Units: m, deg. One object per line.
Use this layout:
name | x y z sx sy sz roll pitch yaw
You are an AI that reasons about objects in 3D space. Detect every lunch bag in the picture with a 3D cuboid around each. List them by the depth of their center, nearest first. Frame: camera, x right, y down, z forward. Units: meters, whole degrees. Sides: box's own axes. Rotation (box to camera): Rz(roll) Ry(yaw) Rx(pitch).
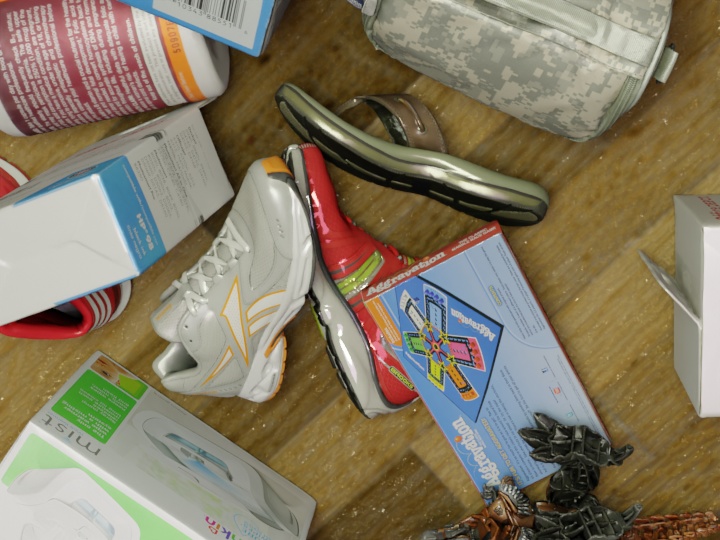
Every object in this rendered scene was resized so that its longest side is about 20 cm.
lunch bag | 0.097 -0.173 0.934 0.198 0.168 0.141 23 101 0

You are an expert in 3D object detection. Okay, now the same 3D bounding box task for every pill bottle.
pill bottle | -0.194 -0.153 0.984 0.198 0.114 0.116 -11 100 5

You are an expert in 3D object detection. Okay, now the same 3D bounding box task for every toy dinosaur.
toy dinosaur | 0.141 0.175 1.031 0.198 0.103 0.136 -20 143 -15

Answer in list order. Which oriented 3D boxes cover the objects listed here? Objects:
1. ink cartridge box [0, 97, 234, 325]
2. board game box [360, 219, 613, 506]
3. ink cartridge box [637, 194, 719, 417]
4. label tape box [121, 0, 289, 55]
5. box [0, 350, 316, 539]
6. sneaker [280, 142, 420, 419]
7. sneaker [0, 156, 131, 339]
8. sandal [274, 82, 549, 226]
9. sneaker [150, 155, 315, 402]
ink cartridge box | -0.158 -0.043 0.951 0.115 0.200 0.067 -18 103 22
board game box | 0.089 0.068 1.015 0.102 0.020 0.201 -27 121 6
ink cartridge box | 0.286 0.019 0.977 0.197 0.129 0.127 -1 101 5
label tape box | -0.089 -0.241 0.915 0.143 0.201 0.064 21 142 0
box | -0.143 0.168 1.008 0.199 0.177 0.097 35 101 -2
sneaker | 0.000 0.000 1.031 0.084 0.077 0.202 -23 105 -10
sneaker | -0.252 -0.023 1.010 0.199 0.116 0.079 28 101 -2
sandal | 0.036 -0.086 1.009 0.199 0.080 0.058 20 83 -6
sneaker | -0.089 0.014 0.982 0.091 0.076 0.201 -3 130 -22
